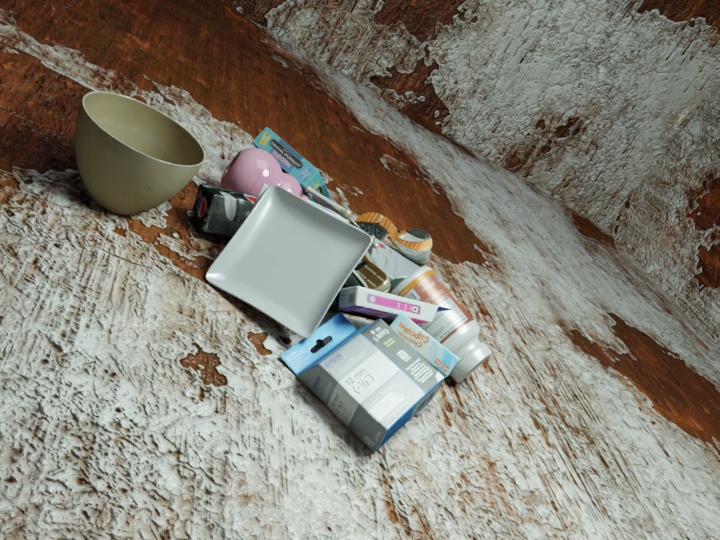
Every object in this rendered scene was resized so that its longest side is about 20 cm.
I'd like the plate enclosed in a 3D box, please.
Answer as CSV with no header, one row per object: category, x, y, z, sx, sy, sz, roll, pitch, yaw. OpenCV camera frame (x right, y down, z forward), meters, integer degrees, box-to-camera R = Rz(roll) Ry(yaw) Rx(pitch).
plate,-0.111,-0.015,1.154,0.198,0.201,0.032,28,-21,12

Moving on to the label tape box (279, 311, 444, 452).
label tape box,0.002,0.142,1.061,0.200,0.066,0.143,43,47,17

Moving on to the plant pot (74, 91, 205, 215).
plant pot,-0.363,-0.168,1.149,0.199,0.135,0.201,28,23,-13

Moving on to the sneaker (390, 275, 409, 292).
sneaker,0.140,0.082,1.434,0.199,0.075,0.085,32,22,-6

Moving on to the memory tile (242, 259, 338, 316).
memory tile,-0.118,0.008,1.257,0.198,0.017,0.153,29,12,-9

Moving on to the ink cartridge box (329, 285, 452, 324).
ink cartridge box,0.048,0.064,1.203,0.198,0.038,0.094,12,-14,-33

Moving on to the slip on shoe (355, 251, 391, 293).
slip on shoe,0.000,0.000,1.433,0.200,0.076,0.061,43,-20,45

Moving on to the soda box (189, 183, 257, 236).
soda box,-0.195,-0.097,1.292,0.198,0.072,0.063,7,18,-41

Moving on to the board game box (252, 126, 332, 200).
board game box,-0.136,-0.200,1.538,0.151,0.047,0.200,41,-7,16

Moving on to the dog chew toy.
dog chew toy,-0.170,-0.145,1.410,0.199,0.125,0.125,35,20,-20

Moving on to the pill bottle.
pill bottle,0.146,0.101,1.340,0.201,0.112,0.112,51,25,14

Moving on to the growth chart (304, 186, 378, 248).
growth chart,-0.032,-0.099,1.431,0.144,0.018,0.200,34,-4,28

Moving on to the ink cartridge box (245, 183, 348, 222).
ink cartridge box,-0.124,-0.078,1.280,0.199,0.110,0.050,22,9,-41

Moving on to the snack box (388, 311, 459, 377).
snack box,0.096,0.132,1.191,0.116,0.037,0.200,38,-10,8

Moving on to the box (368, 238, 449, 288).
box,0.099,0.023,1.546,0.199,0.041,0.156,33,21,-7

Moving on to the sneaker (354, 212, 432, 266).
sneaker,0.068,-0.060,1.651,0.198,0.093,0.076,24,57,23

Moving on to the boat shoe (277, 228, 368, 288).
boat shoe,-0.070,-0.003,1.248,0.201,0.064,0.073,39,-27,-24

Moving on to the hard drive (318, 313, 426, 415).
hard drive,0.010,0.149,1.175,0.131,0.025,0.201,14,30,-41
